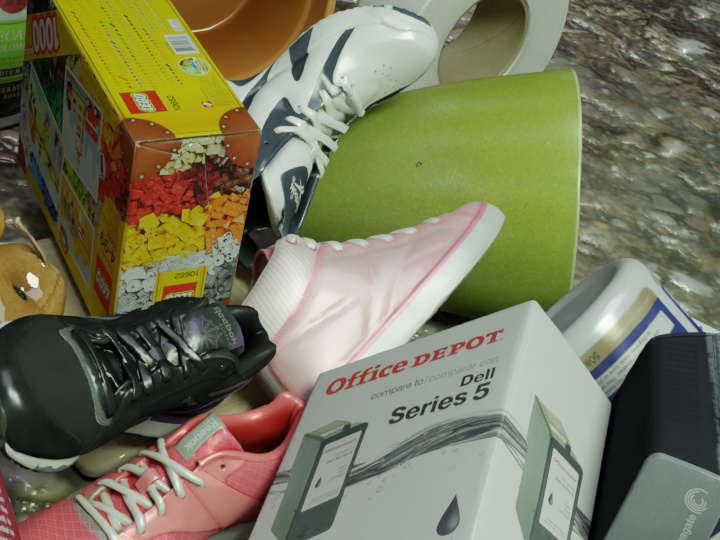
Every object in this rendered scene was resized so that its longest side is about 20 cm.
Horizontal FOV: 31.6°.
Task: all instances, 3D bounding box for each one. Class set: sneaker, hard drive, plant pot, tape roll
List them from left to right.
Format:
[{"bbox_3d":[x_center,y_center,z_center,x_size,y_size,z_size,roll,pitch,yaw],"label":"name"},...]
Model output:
[{"bbox_3d":[-0.108,0.039,0.618,0.076,0.087,0.200,63,17,8],"label":"sneaker"},{"bbox_3d":[-0.101,0.110,0.646,0.199,0.087,0.074,-18,47,-44],"label":"sneaker"},{"bbox_3d":[-0.133,-0.255,1.088,0.198,0.202,0.140,6,18,-21],"label":"plant pot"},{"bbox_3d":[-0.033,-0.082,0.813,0.197,0.080,0.131,-17,54,4],"label":"sneaker"},{"bbox_3d":[0.000,0.000,0.762,0.105,0.075,0.200,42,59,5],"label":"sneaker"},{"bbox_3d":[0.047,-0.052,0.908,0.198,0.189,0.188,3,33,2],"label":"plant pot"},{"bbox_3d":[0.088,-0.214,1.122,0.201,0.204,0.071,-12,44,-40],"label":"tape roll"},{"bbox_3d":[0.124,0.136,0.624,0.042,0.201,0.135,19,31,2],"label":"hard drive"}]

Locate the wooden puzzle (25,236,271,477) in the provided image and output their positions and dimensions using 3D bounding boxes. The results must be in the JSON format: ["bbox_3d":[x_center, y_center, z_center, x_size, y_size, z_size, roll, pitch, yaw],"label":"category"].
[{"bbox_3d":[-0.131,0.036,0.792,0.199,0.037,0.185,-20,50,-40],"label":"wooden puzzle"}]

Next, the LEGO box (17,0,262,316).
[{"bbox_3d":[-0.142,-0.075,0.773,0.076,0.150,0.200,-8,42,-28],"label":"LEGO box"}]

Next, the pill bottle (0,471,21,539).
[{"bbox_3d":[-0.203,0.106,0.530,0.112,0.113,0.201,-6,58,-34],"label":"pill bottle"}]

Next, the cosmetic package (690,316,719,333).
[{"bbox_3d":[0.236,0.102,0.847,0.198,0.082,0.113,25,31,9],"label":"cosmetic package"}]

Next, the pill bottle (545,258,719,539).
[{"bbox_3d":[0.181,0.102,0.739,0.200,0.116,0.116,48,35,-1],"label":"pill bottle"}]

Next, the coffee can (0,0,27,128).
[{"bbox_3d":[-0.290,-0.226,0.931,0.145,0.201,0.147,14,33,-9],"label":"coffee can"}]

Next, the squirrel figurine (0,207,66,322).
[{"bbox_3d":[-0.265,0.014,0.686,0.186,0.142,0.200,40,52,10],"label":"squirrel figurine"}]

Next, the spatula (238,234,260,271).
[{"bbox_3d":[-0.057,0.002,0.817,0.056,0.021,0.200,-28,53,-30],"label":"spatula"}]

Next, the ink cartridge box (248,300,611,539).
[{"bbox_3d":[0.026,0.125,0.593,0.084,0.145,0.201,51,38,-25],"label":"ink cartridge box"}]
